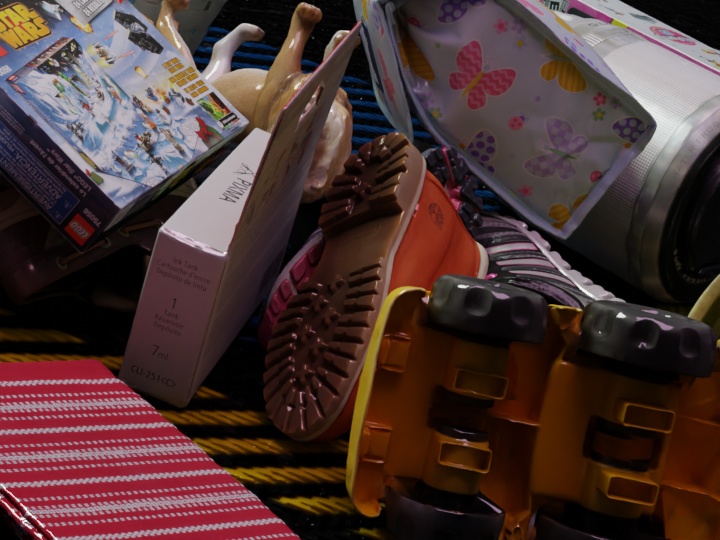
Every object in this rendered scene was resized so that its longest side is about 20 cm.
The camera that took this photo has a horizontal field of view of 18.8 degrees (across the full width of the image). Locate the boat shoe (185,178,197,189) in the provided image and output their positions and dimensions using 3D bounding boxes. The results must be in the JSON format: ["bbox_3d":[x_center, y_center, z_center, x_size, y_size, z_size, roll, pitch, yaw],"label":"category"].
[{"bbox_3d":[-0.184,-0.087,1.390,0.200,0.068,0.072,46,18,18],"label":"boat shoe"}]

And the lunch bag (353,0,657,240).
[{"bbox_3d":[0.072,-0.133,1.420,0.200,0.127,0.170,40,8,-20],"label":"lunch bag"}]

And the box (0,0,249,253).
[{"bbox_3d":[-0.153,-0.096,1.216,0.137,0.040,0.200,46,24,1],"label":"box"}]

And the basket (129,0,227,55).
[{"bbox_3d":[-0.191,-0.229,1.614,0.139,0.177,0.200,-6,49,-50],"label":"basket"}]

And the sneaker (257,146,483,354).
[{"bbox_3d":[0.000,0.000,1.300,0.074,0.081,0.200,-18,16,40],"label":"sneaker"}]

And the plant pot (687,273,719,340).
[{"bbox_3d":[0.283,0.068,1.248,0.199,0.202,0.184,22,9,12],"label":"plant pot"}]

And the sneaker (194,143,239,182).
[{"bbox_3d":[-0.161,-0.116,1.474,0.198,0.074,0.071,16,23,-6],"label":"sneaker"}]

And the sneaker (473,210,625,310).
[{"bbox_3d":[0.087,0.019,1.336,0.199,0.074,0.087,34,23,33],"label":"sneaker"}]

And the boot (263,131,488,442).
[{"bbox_3d":[0.017,0.029,1.202,0.107,0.075,0.201,49,46,-30],"label":"boot"}]

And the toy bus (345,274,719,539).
[{"bbox_3d":[0.082,0.068,1.140,0.198,0.137,0.192,11,7,-13],"label":"toy bus"}]

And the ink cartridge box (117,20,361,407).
[{"bbox_3d":[-0.064,-0.042,1.197,0.044,0.178,0.200,21,21,4],"label":"ink cartridge box"}]

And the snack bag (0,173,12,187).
[{"bbox_3d":[-0.261,-0.099,1.199,0.199,0.021,0.188,37,5,11],"label":"snack bag"}]

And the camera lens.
[{"bbox_3d":[0.197,-0.082,1.576,0.199,0.161,0.159,32,24,36],"label":"camera lens"}]

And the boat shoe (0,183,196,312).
[{"bbox_3d":[-0.140,-0.006,1.232,0.072,0.072,0.200,59,23,16],"label":"boat shoe"}]

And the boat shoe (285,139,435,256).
[{"bbox_3d":[-0.021,-0.055,1.440,0.092,0.075,0.200,16,15,21],"label":"boat shoe"}]

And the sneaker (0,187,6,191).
[{"bbox_3d":[-0.262,-0.055,1.214,0.070,0.076,0.199,32,24,35],"label":"sneaker"}]

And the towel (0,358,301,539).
[{"bbox_3d":[-0.123,0.097,1.015,0.144,0.023,0.200,0,28,-47],"label":"towel"}]

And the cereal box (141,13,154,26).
[{"bbox_3d":[-0.194,-0.135,1.316,0.143,0.040,0.201,34,23,-22],"label":"cereal box"}]

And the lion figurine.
[{"bbox_3d":[-0.074,-0.106,1.377,0.199,0.123,0.072,8,-17,44],"label":"lion figurine"}]

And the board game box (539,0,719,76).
[{"bbox_3d":[0.209,-0.121,1.713,0.199,0.149,0.064,32,21,36],"label":"board game box"}]
